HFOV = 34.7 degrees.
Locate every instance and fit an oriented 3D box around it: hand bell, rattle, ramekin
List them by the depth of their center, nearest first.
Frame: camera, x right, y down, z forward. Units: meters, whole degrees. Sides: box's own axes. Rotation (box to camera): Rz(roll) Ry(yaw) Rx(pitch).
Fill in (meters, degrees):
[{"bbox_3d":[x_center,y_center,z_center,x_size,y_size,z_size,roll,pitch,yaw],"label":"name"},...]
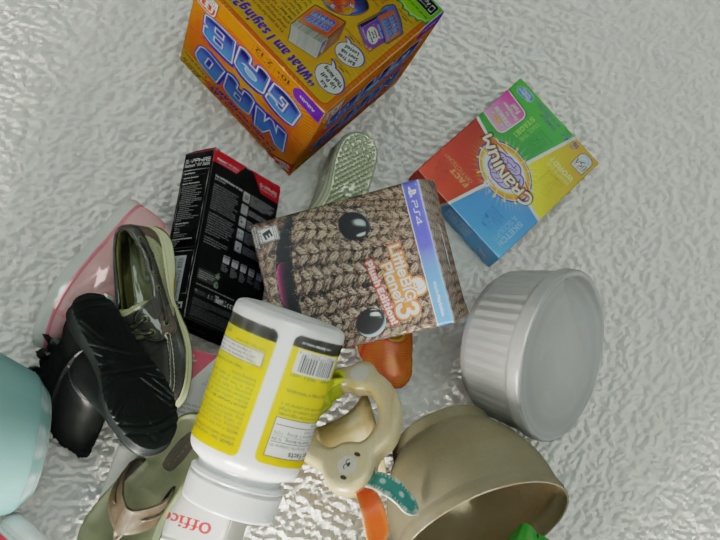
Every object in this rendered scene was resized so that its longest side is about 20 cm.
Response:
[{"bbox_3d":[-0.014,0.162,1.180,0.130,0.143,0.200,-7,48,-6],"label":"rattle"},{"bbox_3d":[-0.078,0.211,1.286,0.199,0.104,0.104,-13,78,-6],"label":"hand bell"},{"bbox_3d":[0.197,0.091,1.334,0.202,0.094,0.203,-17,112,-49],"label":"ramekin"}]

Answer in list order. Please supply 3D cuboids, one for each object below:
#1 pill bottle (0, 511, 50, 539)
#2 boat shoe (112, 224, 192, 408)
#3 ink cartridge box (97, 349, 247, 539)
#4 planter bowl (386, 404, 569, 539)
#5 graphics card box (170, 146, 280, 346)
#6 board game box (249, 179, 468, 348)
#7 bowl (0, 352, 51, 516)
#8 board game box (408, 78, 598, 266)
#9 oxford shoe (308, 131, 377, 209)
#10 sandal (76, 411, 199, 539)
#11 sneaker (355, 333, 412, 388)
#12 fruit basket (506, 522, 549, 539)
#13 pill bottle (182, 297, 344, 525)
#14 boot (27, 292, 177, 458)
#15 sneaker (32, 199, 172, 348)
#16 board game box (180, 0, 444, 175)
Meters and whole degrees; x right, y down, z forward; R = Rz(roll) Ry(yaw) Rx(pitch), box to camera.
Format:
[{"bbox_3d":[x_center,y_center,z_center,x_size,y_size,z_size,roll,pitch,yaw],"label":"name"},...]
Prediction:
[{"bbox_3d":[-0.376,0.349,1.142,0.112,0.112,0.200,42,69,-1],"label":"pill bottle"},{"bbox_3d":[-0.226,0.047,1.200,0.066,0.072,0.201,13,63,-56],"label":"boat shoe"},{"bbox_3d":[-0.177,0.193,1.232,0.146,0.083,0.200,13,71,12],"label":"ink cartridge box"},{"bbox_3d":[0.112,0.236,1.278,0.200,0.200,0.135,-11,51,-18],"label":"planter bowl"},{"bbox_3d":[-0.158,-0.022,1.302,0.125,0.051,0.201,29,62,-51],"label":"graphics card box"},{"bbox_3d":[0.000,0.000,1.282,0.200,0.097,0.160,-15,90,15],"label":"board game box"},{"bbox_3d":[-0.377,0.167,1.159,0.105,0.201,0.201,12,72,-25],"label":"bowl"},{"bbox_3d":[0.183,-0.125,1.461,0.200,0.040,0.153,-43,89,-21],"label":"board game box"},{"bbox_3d":[-0.032,-0.070,1.383,0.075,0.058,0.200,21,86,-15],"label":"oxford shoe"},{"bbox_3d":[-0.219,0.223,1.149,0.080,0.057,0.201,30,75,15],"label":"sandal"},{"bbox_3d":[0.028,0.039,1.355,0.073,0.077,0.201,-3,78,-18],"label":"sneaker"},{"bbox_3d":[0.137,0.386,1.199,0.155,0.216,0.216,37,69,-3],"label":"fruit basket"},{"bbox_3d":[-0.098,0.136,1.121,0.114,0.114,0.200,19,90,-9],"label":"pill bottle"},{"bbox_3d":[-0.270,0.138,1.183,0.073,0.163,0.198,-12,59,-41],"label":"boot"},{"bbox_3d":[-0.269,0.020,1.275,0.105,0.075,0.200,31,65,6],"label":"sneaker"},{"bbox_3d":[-0.064,-0.275,1.350,0.200,0.200,0.200,47,69,1],"label":"board game box"}]
